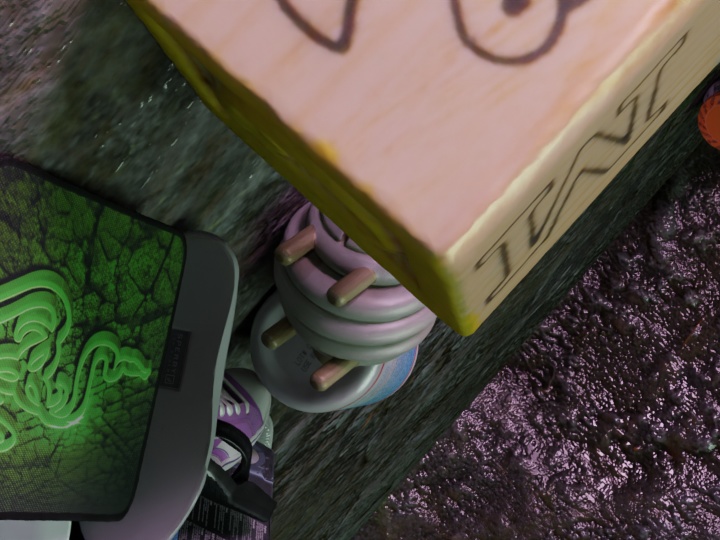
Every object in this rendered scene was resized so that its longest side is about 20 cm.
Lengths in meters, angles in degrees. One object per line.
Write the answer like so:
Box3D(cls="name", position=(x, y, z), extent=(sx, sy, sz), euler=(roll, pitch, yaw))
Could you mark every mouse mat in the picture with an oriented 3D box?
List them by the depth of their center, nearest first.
Box3D(cls="mouse mat", position=(-0.141, 0.042, 0.715), extent=(0.200, 0.008, 0.161), euler=(25, 75, -68))

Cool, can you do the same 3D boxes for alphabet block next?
Box3D(cls="alphabet block", position=(0.041, -0.114, 0.666), extent=(0.200, 0.195, 0.196), euler=(-48, 166, -4))

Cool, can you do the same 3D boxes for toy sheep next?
Box3D(cls="toy sheep", position=(0.000, 0.000, 1.043), extent=(0.138, 0.138, 0.200), euler=(-38, 158, -37))

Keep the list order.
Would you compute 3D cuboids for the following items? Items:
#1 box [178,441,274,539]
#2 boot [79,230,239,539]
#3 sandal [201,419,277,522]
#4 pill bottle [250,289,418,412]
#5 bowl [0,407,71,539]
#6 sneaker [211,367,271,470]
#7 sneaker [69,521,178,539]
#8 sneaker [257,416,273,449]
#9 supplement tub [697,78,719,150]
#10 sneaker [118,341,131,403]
Box3D(cls="box", position=(-0.148, 0.231, 1.151), extent=(0.164, 0.086, 0.200), euler=(-53, -163, 21))
Box3D(cls="boot", position=(-0.113, 0.081, 0.892), extent=(0.096, 0.073, 0.200), euler=(96, 10, -76))
Box3D(cls="sandal", position=(-0.103, 0.129, 1.013), extent=(0.200, 0.075, 0.048), euler=(63, 49, -70))
Box3D(cls="pill bottle", position=(-0.013, 0.061, 1.228), extent=(0.109, 0.109, 0.200), euler=(-49, 167, 7))
Box3D(cls="bowl", position=(-0.233, 0.144, 0.699), extent=(0.201, 0.090, 0.201), euler=(-51, 153, -39))
Box3D(cls="sneaker", position=(-0.116, 0.099, 1.085), extent=(0.200, 0.073, 0.114), euler=(-31, 157, -53))
Box3D(cls="sneaker", position=(-0.150, 0.198, 0.914), extent=(0.078, 0.089, 0.200), euler=(-13, -163, 10))
Box3D(cls="sneaker", position=(-0.149, 0.195, 1.320), extent=(0.200, 0.076, 0.105), euler=(-57, -165, 4))
Box3D(cls="supplement tub", position=(0.628, -0.272, 2.371), extent=(0.200, 0.123, 0.123), euler=(-35, 163, -42))
Box3D(cls="sneaker", position=(-0.198, 0.097, 0.798), extent=(0.099, 0.070, 0.200), euler=(-7, 133, -47))
